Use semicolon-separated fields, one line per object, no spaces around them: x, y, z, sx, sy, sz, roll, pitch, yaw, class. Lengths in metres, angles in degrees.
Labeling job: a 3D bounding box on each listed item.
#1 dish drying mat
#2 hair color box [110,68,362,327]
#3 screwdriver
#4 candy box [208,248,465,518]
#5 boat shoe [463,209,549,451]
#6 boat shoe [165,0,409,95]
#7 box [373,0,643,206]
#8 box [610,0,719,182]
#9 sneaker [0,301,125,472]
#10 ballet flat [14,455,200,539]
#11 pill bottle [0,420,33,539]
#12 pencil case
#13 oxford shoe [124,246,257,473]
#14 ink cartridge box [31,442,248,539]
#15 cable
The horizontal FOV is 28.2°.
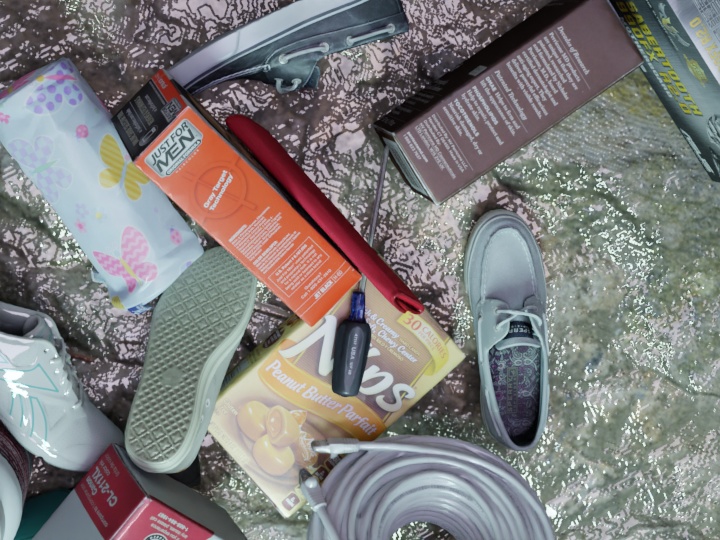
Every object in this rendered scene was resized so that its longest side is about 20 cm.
-0.028;-0.042;1.098;0.018;0.077;0.200;-43;70;5;dish drying mat
-0.094;-0.055;1.093;0.061;0.102;0.200;-44;121;4;hair color box
0.000;0.000;1.134;0.029;0.028;0.202;5;89;22;screwdriver
-0.026;0.090;1.178;0.200;0.055;0.116;-42;102;0;candy box
0.129;0.052;1.187;0.069;0.072;0.203;-6;100;-8;boat shoe
-0.056;-0.172;1.126;0.199;0.072;0.068;-26;101;-11;boat shoe
0.115;-0.139;1.139;0.199;0.100;0.075;-33;103;-3;box
0.276;-0.154;1.133;0.048;0.158;0.201;-36;103;-1;box
-0.249;0.083;1.100;0.080;0.071;0.200;-44;118;10;sneaker
-0.216;0.200;1.164;0.199;0.068;0.069;-29;116;-3;ballet flat
-0.306;0.165;1.073;0.108;0.200;0.111;-1;99;-9;pill bottle
-0.207;-0.066;1.111;0.201;0.090;0.083;57;45;-14;pencil case
-0.134;0.071;1.134;0.075;0.058;0.201;13;64;10;oxford shoe
-0.196;0.258;1.117;0.200;0.083;0.146;-49;132;0;ink cartridge box
0.054;0.223;1.116;0.198;0.069;0.201;-3;56;-17;cable
